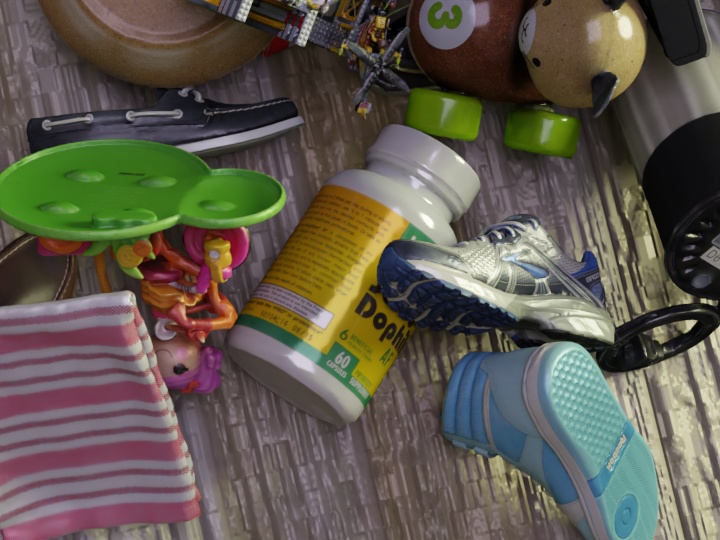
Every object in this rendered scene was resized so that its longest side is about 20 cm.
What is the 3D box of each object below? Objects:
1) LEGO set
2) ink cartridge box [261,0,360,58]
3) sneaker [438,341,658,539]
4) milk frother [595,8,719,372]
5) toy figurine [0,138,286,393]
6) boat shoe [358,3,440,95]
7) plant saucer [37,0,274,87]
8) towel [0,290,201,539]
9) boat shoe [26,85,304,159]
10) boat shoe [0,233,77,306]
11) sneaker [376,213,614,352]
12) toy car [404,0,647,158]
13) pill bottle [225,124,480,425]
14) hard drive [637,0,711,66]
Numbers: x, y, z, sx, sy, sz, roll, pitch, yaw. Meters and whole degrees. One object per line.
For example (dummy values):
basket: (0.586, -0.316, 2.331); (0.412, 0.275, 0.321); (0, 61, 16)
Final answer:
LEGO set: (-0.025, -0.208, 1.303); (0.200, 0.116, 0.154); (29, 90, -38)
ink cartridge box: (-0.043, -0.240, 1.445); (0.200, 0.067, 0.116); (-25, 82, -12)
sneaker: (0.131, 0.129, 1.404); (0.080, 0.130, 0.200); (-50, 126, -36)
milk frother: (0.229, -0.049, 1.424); (0.200, 0.181, 0.188); (-28, 45, 15)
toy figurine: (-0.146, 0.024, 1.332); (0.199, 0.150, 0.185); (4, 118, 10)
boat shoe: (0.098, -0.179, 1.458); (0.201, 0.061, 0.072); (-16, 82, -11)
plant saucer: (-0.137, -0.228, 1.361); (0.200, 0.035, 0.201); (0, 97, -1)
towel: (-0.198, 0.103, 1.303); (0.146, 0.200, 0.030); (-10, 36, 5)
boat shoe: (-0.141, -0.104, 1.403); (0.199, 0.076, 0.061); (-14, 88, -11)
boat shoe: (-0.265, 0.053, 1.359); (0.070, 0.070, 0.200); (33, 76, 0)
sneaker: (0.092, 0.001, 1.352); (0.200, 0.077, 0.085); (17, 66, -36)
toy car: (0.132, -0.162, 1.334); (0.157, 0.200, 0.165); (8, 95, -20)
pill bottle: (0.000, 0.000, 1.384); (0.113, 0.113, 0.200); (33, 76, -1)
hard drive: (0.197, -0.245, 1.376); (0.033, 0.200, 0.140); (-19, 117, 6)
